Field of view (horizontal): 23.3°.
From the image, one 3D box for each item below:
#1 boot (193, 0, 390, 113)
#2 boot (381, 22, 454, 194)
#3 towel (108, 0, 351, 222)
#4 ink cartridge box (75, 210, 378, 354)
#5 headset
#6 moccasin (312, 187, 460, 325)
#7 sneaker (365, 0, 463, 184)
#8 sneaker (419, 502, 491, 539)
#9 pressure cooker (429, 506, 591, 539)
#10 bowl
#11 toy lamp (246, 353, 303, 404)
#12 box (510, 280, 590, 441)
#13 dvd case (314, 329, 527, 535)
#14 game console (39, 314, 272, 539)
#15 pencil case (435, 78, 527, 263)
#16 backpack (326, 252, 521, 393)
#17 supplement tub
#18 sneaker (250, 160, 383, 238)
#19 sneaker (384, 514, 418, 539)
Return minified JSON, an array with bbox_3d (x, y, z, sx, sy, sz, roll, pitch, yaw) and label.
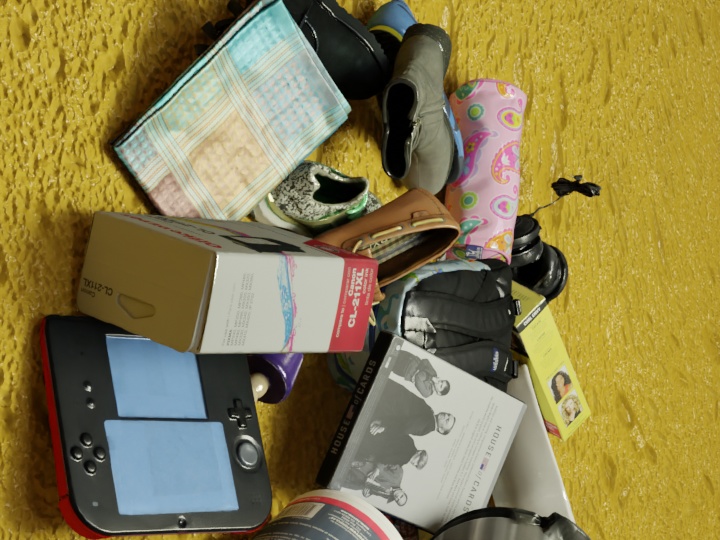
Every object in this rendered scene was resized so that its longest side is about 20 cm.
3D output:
[{"bbox_3d":[-0.061,-0.179,1.584,0.198,0.073,0.163,48,48,-36],"label":"boot"},{"bbox_3d":[0.044,-0.128,1.685,0.131,0.067,0.201,-67,161,-47],"label":"boot"},{"bbox_3d":[-0.106,-0.121,1.483,0.200,0.022,0.147,-46,128,-16],"label":"towel"},{"bbox_3d":[-0.105,0.011,1.408,0.200,0.145,0.083,3,102,-52],"label":"ink cartridge box"},{"bbox_3d":[0.192,-0.017,1.918,0.124,0.094,0.201,48,61,-43],"label":"headset"},{"bbox_3d":[0.000,0.001,1.589,0.201,0.078,0.074,-26,134,-19],"label":"moccasin"},{"bbox_3d":[0.065,-0.183,1.775,0.201,0.066,0.079,64,36,-29],"label":"sneaker"},{"bbox_3d":[0.101,0.239,1.769,0.076,0.080,0.201,25,65,-50],"label":"sneaker"},{"bbox_3d":[0.126,0.311,1.574,0.200,0.175,0.180,-70,156,-66],"label":"pressure cooker"},{"bbox_3d":[0.175,0.222,1.823,0.200,0.074,0.201,69,7,-47],"label":"bowl"},{"bbox_3d":[-0.112,0.123,1.492,0.200,0.058,0.058,-46,123,-45],"label":"toy lamp"},{"bbox_3d":[0.185,0.095,1.882,0.050,0.075,0.200,-44,136,-18],"label":"box"},{"bbox_3d":[0.060,0.158,1.609,0.200,0.025,0.151,29,82,-41],"label":"dvd case"},{"bbox_3d":[-0.159,0.123,1.382,0.199,0.031,0.178,6,69,-44],"label":"game console"},{"bbox_3d":[0.127,-0.099,1.842,0.087,0.087,0.201,26,67,-52],"label":"pencil case"},{"bbox_3d":[0.059,0.065,1.690,0.200,0.153,0.164,-6,100,-69],"label":"backpack"},{"bbox_3d":[-0.057,0.289,1.478,0.200,0.140,0.141,-39,118,-50],"label":"supplement tub"},{"bbox_3d":[-0.021,-0.061,1.613,0.200,0.088,0.077,13,76,-55],"label":"sneaker"},{"bbox_3d":[0.023,0.256,1.661,0.098,0.071,0.201,43,55,-45],"label":"sneaker"}]
